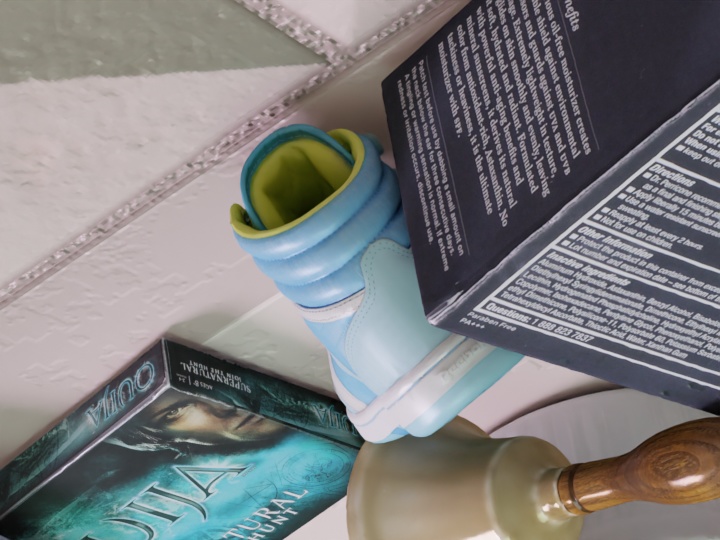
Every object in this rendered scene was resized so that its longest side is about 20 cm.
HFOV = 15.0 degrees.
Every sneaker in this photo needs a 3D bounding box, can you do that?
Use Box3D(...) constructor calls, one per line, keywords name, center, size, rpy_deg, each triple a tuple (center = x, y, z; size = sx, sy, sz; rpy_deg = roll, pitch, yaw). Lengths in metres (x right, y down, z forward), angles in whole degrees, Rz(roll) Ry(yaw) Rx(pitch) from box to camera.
Box3D(name="sneaker", center=(0.000, 0.000, 1.118), size=(0.079, 0.131, 0.200), rpy_deg=(-41, -178, -11))

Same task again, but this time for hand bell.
Box3D(name="hand bell", center=(0.095, 0.089, 1.124), size=(0.104, 0.105, 0.200), rpy_deg=(19, 156, -34))

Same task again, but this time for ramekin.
Box3D(name="ramekin", center=(0.127, 0.141, 1.316), size=(0.199, 0.098, 0.201), rpy_deg=(-7, 145, -5))

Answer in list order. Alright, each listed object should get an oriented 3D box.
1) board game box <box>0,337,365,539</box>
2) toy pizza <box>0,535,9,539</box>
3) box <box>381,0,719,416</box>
Box3D(name="board game box", center=(-0.100, 0.108, 1.274), size=(0.135, 0.028, 0.200), rpy_deg=(21, 134, -37))
Box3D(name="toy pizza", center=(-0.226, 0.163, 1.276), size=(0.199, 0.032, 0.201), rpy_deg=(6, 146, 4))
Box3D(name="box", center=(0.150, -0.054, 1.026), size=(0.199, 0.124, 0.198), rpy_deg=(18, 138, -36))
